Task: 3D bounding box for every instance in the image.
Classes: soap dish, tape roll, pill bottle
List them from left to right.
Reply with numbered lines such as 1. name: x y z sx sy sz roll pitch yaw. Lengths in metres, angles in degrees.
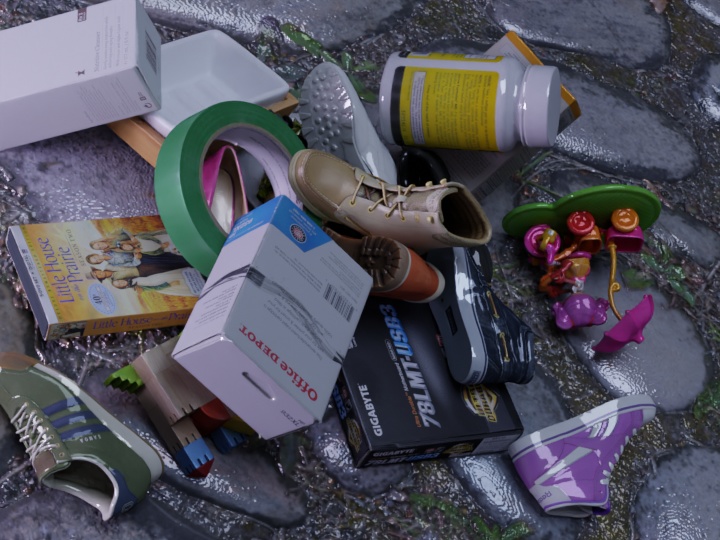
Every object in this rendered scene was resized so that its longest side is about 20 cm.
1. soap dish: -0.197 -0.195 1.789 0.157 0.081 0.200 40 46 26
2. tape roll: -0.130 -0.083 1.672 0.200 0.048 0.201 16 66 -40
3. pill bottle: 0.131 -0.199 1.818 0.200 0.114 0.114 5 45 16

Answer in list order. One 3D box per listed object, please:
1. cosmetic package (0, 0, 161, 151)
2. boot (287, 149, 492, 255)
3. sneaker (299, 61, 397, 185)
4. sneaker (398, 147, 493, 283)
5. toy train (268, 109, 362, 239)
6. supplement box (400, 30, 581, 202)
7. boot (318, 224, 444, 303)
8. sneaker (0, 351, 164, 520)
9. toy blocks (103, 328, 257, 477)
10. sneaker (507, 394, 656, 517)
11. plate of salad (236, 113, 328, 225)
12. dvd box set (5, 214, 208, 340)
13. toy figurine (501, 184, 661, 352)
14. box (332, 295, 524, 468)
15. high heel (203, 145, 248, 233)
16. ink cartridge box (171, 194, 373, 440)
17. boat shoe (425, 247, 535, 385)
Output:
1. cosmetic package: -0.324 -0.217 1.689 0.200 0.081 0.113 -13 55 9
2. boot: 0.033 -0.077 1.679 0.200 0.155 0.073 36 67 -29
3. sneaker: -0.008 -0.151 1.819 0.080 0.076 0.200 -19 91 -52
4. sneaker: 0.091 -0.057 1.820 0.200 0.076 0.091 63 9 13
5. toy train: -0.055 -0.099 1.774 0.034 0.046 0.200 -38 96 -35
6. supplement box: 0.157 -0.181 1.907 0.126 0.200 0.074 51 5 16
7. boot: 0.000 0.000 1.725 0.107 0.200 0.075 20 83 -47
8. sneaker: -0.290 0.164 1.482 0.200 0.067 0.090 36 41 -2
9. toy blocks: -0.144 0.123 1.588 0.200 0.100 0.137 -29 83 -40
10. sneaker: 0.270 0.217 1.740 0.200 0.073 0.114 -20 69 -26
11. plate of salad: -0.055 -0.118 1.844 0.200 0.048 0.200 14 49 -17
12. dvd box set: -0.261 0.003 1.639 0.200 0.029 0.146 -5 48 -30
13. toy figurine: 0.281 0.011 1.879 0.200 0.150 0.184 -3 63 -3
14. box: 0.059 0.116 1.719 0.198 0.050 0.200 -1 55 -29
15. high heel: -0.141 -0.039 1.702 0.067 0.096 0.200 4 53 -25
16. ink cartridge box: -0.086 0.048 1.563 0.145 0.084 0.200 45 44 -24
17. boat shoe: 0.135 0.043 1.745 0.091 0.071 0.200 7 56 -28
